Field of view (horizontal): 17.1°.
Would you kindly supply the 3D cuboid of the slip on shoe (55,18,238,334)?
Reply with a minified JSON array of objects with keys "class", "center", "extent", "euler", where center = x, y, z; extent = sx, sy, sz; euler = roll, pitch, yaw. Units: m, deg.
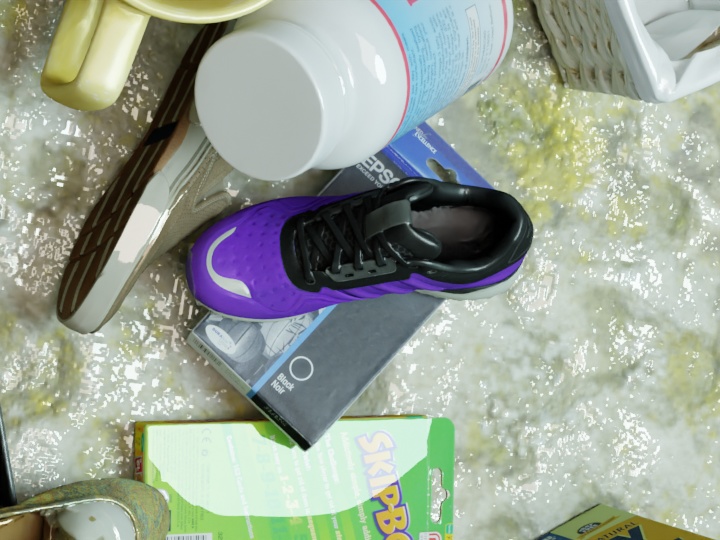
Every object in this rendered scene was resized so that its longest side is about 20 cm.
[{"class":"slip on shoe","center":[-0.102,-0.047,1.353],"extent":[0.060,0.076,0.201],"euler":[34,72,-23]}]

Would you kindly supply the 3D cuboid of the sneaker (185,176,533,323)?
[{"class":"sneaker","center":[0.002,-0.019,1.334],"extent":[0.198,0.100,0.070],"euler":[-7,78,-10]}]

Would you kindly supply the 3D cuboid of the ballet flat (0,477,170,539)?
[{"class":"ballet flat","center":[-0.177,0.155,1.281],"extent":[0.199,0.070,0.071],"euler":[-7,97,-34]}]

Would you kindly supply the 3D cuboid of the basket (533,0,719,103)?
[{"class":"basket","center":[0.168,-0.214,1.432],"extent":[0.135,0.123,0.201],"euler":[-26,105,-21]}]

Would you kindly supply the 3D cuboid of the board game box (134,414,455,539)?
[{"class":"board game box","center":[-0.037,0.135,1.417],"extent":[0.198,0.030,0.096],"euler":[0,93,-21]}]

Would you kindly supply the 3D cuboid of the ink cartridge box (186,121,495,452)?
[{"class":"ink cartridge box","center":[0.000,0.000,1.403],"extent":[0.099,0.039,0.200],"euler":[42,75,0]}]

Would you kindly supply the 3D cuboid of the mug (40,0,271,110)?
[{"class":"mug","center":[-0.125,-0.196,1.285],"extent":[0.186,0.153,0.150],"euler":[-39,108,-16]}]

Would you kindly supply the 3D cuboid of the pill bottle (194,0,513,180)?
[{"class":"pill bottle","center":[-0.004,-0.122,1.325],"extent":[0.200,0.108,0.110],"euler":[-37,111,-52]}]

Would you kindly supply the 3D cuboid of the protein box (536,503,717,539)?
[{"class":"protein box","center":[0.172,0.269,1.425],"extent":[0.134,0.200,0.200],"euler":[-26,104,-20]}]

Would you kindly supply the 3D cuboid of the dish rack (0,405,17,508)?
[{"class":"dish rack","center":[-0.283,0.149,1.286],"extent":[0.199,0.054,0.155],"euler":[-13,98,-30]}]
